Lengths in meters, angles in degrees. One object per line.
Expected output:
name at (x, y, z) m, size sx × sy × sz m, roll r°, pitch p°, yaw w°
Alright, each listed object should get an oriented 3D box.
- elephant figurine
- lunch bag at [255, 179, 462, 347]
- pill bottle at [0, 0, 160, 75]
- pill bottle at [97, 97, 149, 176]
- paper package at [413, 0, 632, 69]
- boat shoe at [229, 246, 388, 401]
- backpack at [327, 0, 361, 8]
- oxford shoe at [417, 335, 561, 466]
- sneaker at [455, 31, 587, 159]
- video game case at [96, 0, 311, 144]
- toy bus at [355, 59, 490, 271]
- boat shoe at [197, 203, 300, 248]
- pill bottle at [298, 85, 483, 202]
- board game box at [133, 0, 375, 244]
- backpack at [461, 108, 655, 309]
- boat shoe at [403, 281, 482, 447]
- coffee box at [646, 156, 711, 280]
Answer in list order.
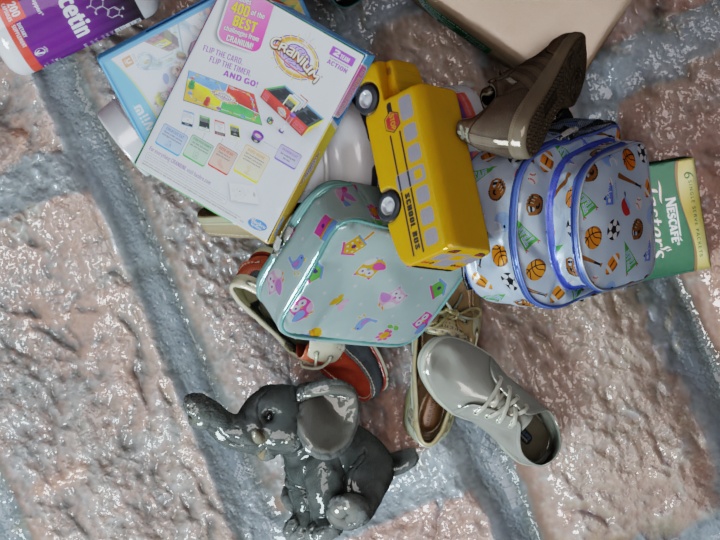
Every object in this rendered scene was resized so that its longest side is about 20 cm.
elephant figurine at (-0.058, 0.164, 1.506) m, size 0.141 × 0.155 × 0.200 m, roll -24°, pitch 102°, yaw 21°
lunch bag at (0.000, 0.000, 1.449) m, size 0.200 × 0.077 × 0.161 m, roll 10°, pitch 125°, yaw -40°
pill bottle at (-0.280, -0.284, 1.495) m, size 0.199 × 0.112 × 0.113 m, roll -26°, pitch 93°, yaw 0°
pill bottle at (-0.162, -0.187, 1.504) m, size 0.200 × 0.111 × 0.111 m, roll -38°, pitch 93°, yaw 0°
paper package at (0.177, -0.302, 1.514) m, size 0.200 × 0.103 × 0.191 m, roll 35°, pitch 91°, yaw -4°
boat shoe at (-0.053, 0.065, 1.522) m, size 0.200 × 0.063 × 0.071 m, roll 48°, pitch 131°, yaw -12°
backpack at (-0.013, -0.368, 1.472) m, size 0.153 × 0.176 × 0.200 m, roll 27°, pitch 91°, yaw 14°
oxford shoe at (0.137, 0.134, 1.519) m, size 0.200 × 0.058 × 0.075 m, roll 43°, pitch 76°, yaw -25°
sneaker at (0.154, -0.173, 1.396) m, size 0.075 × 0.200 × 0.071 m, roll 11°, pitch 125°, yaw 22°
video game case at (-0.132, -0.190, 1.439) m, size 0.200 × 0.018 × 0.143 m, roll -28°, pitch 117°, yaw -4°
toy bus at (0.056, -0.101, 1.374) m, size 0.078 × 0.065 × 0.201 m, roll -25°, pitch 68°, yaw 41°
boat shoe at (-0.069, -0.040, 1.534) m, size 0.199 × 0.072 × 0.065 m, roll 0°, pitch 113°, yaw 6°
pill bottle at (0.021, -0.120, 1.485) m, size 0.199 × 0.111 × 0.112 m, roll -9°, pitch 93°, yaw -21°
board game box at (-0.100, -0.149, 1.393) m, size 0.153 × 0.040 × 0.200 m, roll 31°, pitch 102°, yaw 7°
backpack at (0.184, -0.047, 1.423) m, size 0.190 × 0.154 × 0.201 m, roll -17°, pitch 101°, yaw -37°
boat shoe at (0.087, 0.084, 1.546) m, size 0.073 × 0.063 × 0.201 m, roll 6°, pitch 92°, yaw -2°
coffee box at (0.257, -0.045, 1.555) m, size 0.199 × 0.044 × 0.123 m, roll -8°, pitch 93°, yaw -1°
